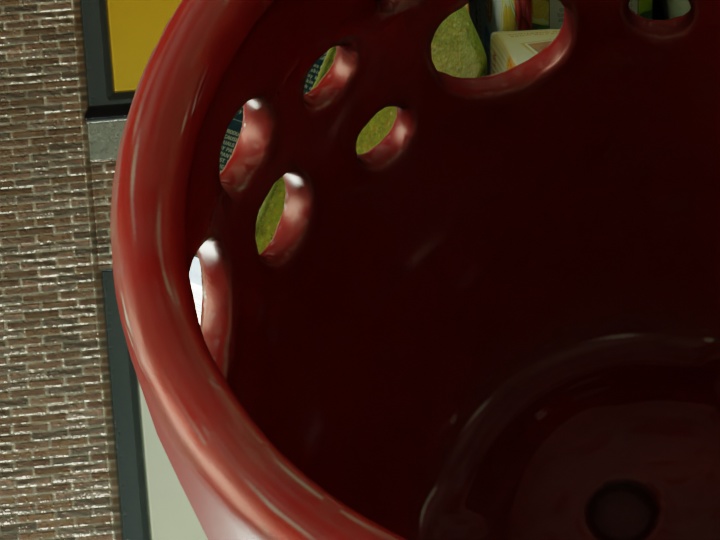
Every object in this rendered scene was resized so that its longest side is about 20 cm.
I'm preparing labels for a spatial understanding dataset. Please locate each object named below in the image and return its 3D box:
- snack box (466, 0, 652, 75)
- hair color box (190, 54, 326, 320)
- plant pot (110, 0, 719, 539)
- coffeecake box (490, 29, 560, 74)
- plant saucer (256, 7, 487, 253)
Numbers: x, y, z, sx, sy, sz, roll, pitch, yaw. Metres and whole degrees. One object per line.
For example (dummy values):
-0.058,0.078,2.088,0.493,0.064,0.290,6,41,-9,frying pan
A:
0.075,-0.117,1.112,0.200,0.053,0.143,-101,9,-59,snack box
-0.019,-0.064,1.109,0.100,0.060,0.201,91,-159,-63,hair color box
0.060,0.026,0.602,0.183,0.199,0.201,76,-175,-56,plant pot
0.092,0.018,0.913,0.200,0.073,0.154,-108,16,-70,coffeecake box
0.000,0.000,1.012,0.200,0.048,0.201,80,-149,-72,plant saucer
